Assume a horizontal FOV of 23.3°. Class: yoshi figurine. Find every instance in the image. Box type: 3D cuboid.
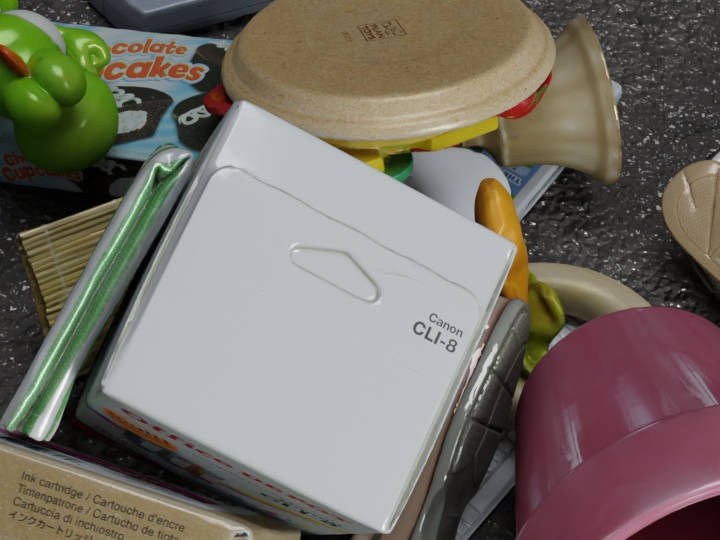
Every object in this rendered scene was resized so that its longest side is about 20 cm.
[{"bbox_3d":[-0.205,-0.114,1.018,0.111,0.113,0.200,3,24,-37],"label":"yoshi figurine"}]

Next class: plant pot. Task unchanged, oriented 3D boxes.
[{"bbox_3d":[0.155,0.119,0.850,0.198,0.201,0.180,-1,33,-9],"label":"plant pot"}]

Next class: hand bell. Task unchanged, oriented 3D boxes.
[{"bbox_3d":[0.048,-0.082,1.057,0.198,0.105,0.105,-12,50,-3],"label":"hand bell"}]

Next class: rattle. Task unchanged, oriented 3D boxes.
[{"bbox_3d":[0.154,0.022,0.955,0.198,0.144,0.130,15,27,9],"label":"rattle"}]

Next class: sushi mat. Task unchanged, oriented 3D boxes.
[{"bbox_3d":[-0.091,-0.011,0.985,0.199,0.096,0.012,-21,28,-25],"label":"sushi mat"}]

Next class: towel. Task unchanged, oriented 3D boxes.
[{"bbox_3d":[-0.125,0.012,0.843,0.023,0.200,0.153,28,84,-6],"label":"towel"}]

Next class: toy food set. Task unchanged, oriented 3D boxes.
[{"bbox_3d":[0.012,-0.117,1.003,0.197,0.049,0.200,-21,37,-24],"label":"toy food set"}]

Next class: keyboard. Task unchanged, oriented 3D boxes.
[{"bbox_3d":[0.080,0.084,0.977,0.056,0.011,0.200,32,52,19],"label":"keyboard"}]

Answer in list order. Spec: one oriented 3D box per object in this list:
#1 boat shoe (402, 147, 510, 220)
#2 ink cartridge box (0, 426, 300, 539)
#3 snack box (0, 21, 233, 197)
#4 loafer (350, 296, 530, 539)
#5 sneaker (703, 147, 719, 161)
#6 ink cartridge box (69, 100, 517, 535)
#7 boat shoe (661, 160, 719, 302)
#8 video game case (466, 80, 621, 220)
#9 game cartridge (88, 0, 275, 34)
[{"bbox_3d":[0.000,0.000,1.000,0.200,0.068,0.072,-37,82,-24],"label":"boat shoe"},{"bbox_3d":[-0.137,0.122,0.803,0.198,0.165,0.076,17,85,7],"label":"ink cartridge box"},{"bbox_3d":[-0.142,-0.097,1.066,0.198,0.037,0.117,7,47,13],"label":"snack box"},{"bbox_3d":[0.026,0.101,0.875,0.062,0.072,0.201,16,79,20],"label":"loafer"},{"bbox_3d":[0.305,-0.053,1.100,0.199,0.076,0.116,-33,65,-19],"label":"sneaker"},{"bbox_3d":[-0.040,0.033,0.832,0.144,0.200,0.146,27,76,-7],"label":"ink cartridge box"},{"bbox_3d":[0.253,0.019,1.015,0.072,0.065,0.200,-44,79,8],"label":"boat shoe"},{"bbox_3d":[0.043,-0.110,1.137,0.199,0.022,0.182,30,51,17],"label":"video game case"},{"bbox_3d":[-0.146,-0.238,1.215,0.132,0.042,0.201,-20,54,-19],"label":"game cartridge"}]
